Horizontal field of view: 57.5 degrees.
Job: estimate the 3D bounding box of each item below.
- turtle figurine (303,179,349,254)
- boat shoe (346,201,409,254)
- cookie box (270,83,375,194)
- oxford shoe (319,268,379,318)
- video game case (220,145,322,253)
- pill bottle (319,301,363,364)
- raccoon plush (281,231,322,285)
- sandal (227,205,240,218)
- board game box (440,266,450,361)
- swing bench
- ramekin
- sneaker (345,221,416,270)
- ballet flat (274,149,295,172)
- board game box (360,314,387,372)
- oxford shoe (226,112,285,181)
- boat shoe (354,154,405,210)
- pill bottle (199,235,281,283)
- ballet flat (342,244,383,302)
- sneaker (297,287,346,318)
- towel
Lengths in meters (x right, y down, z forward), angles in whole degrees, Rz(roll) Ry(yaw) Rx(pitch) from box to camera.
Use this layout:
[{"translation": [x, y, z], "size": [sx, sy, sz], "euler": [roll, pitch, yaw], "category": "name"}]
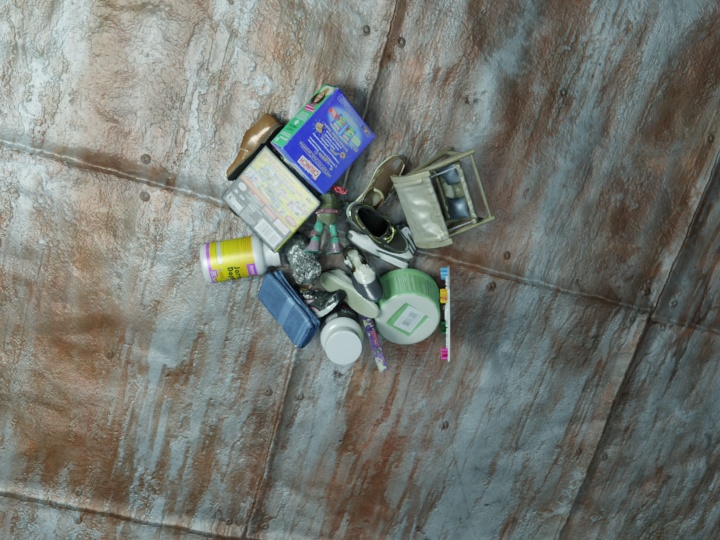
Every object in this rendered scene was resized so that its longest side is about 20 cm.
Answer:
[{"translation": [-0.094, -0.144, 1.676], "size": [0.148, 0.101, 0.202], "euler": [2, 83, -10], "category": "turtle figurine"}, {"translation": [0.052, -0.102, 1.677], "size": [0.201, 0.061, 0.072], "euler": [35, 87, -22], "category": "boat shoe"}, {"translation": [-0.090, -0.321, 1.609], "size": [0.200, 0.075, 0.171], "euler": [-48, 126, -6], "category": "cookie box"}, {"translation": [-0.021, 0.055, 1.745], "size": [0.058, 0.199, 0.076], "euler": [-34, 146, -36], "category": "oxford shoe"}, {"translation": [-0.223, -0.177, 1.643], "size": [0.200, 0.025, 0.181], "euler": [46, 106, 2], "category": "video game case"}, {"translation": [-0.052, 0.164, 1.749], "size": [0.115, 0.200, 0.117], "euler": [-2, 109, -6], "category": "pill bottle"}, {"translation": [-0.174, -0.047, 1.701], "size": [0.097, 0.134, 0.200], "euler": [-41, 107, 9], "category": "raccoon plush"}, {"translation": [-0.247, -0.178, 1.691], "size": [0.198, 0.055, 0.083], "euler": [-6, 98, 11], "category": "sandal"}, {"translation": [0.229, 0.113, 1.768], "size": [0.026, 0.200, 0.202], "euler": [0, 108, 7], "category": "board game box"}, {"translation": [0.209, -0.184, 1.679], "size": [0.199, 0.130, 0.200], "euler": [-29, 111, -16], "category": "swing bench"}, {"translation": [0.122, 0.104, 1.775], "size": [0.198, 0.098, 0.201], "euler": [-2, 125, -3], "category": "ramekin"}, {"translation": [0.062, -0.090, 1.758], "size": [0.199, 0.076, 0.116], "euler": [24, 95, -21], "category": "sneaker"}, {"translation": [-0.177, -0.300, 1.657], "size": [0.074, 0.074, 0.201], "euler": [24, 104, -13], "category": "ballet flat"}, {"translation": [0.031, 0.175, 1.762], "size": [0.032, 0.200, 0.121], "euler": [-14, 109, -3], "category": "board game box"}, {"translation": [-0.277, -0.310, 1.655], "size": [0.200, 0.071, 0.071], "euler": [-46, 77, 11], "category": "oxford shoe"}, {"translation": [0.053, -0.208, 1.708], "size": [0.074, 0.075, 0.203], "euler": [32, 102, -15], "category": "boat shoe"}, {"translation": [-0.309, -0.033, 1.708], "size": [0.198, 0.104, 0.105], "euler": [-10, 109, -3], "category": "pill bottle"}, {"translation": [0.000, 0.000, 1.703], "size": [0.072, 0.201, 0.074], "euler": [-12, 131, -15], "category": "ballet flat"}, {"translation": [-0.132, 0.082, 1.748], "size": [0.199, 0.080, 0.087], "euler": [-24, 100, 33], "category": "sneaker"}, {"translation": [-0.190, 0.102, 1.732], "size": [0.200, 0.048, 0.112], "euler": [48, 130, 20], "category": "towel"}]
